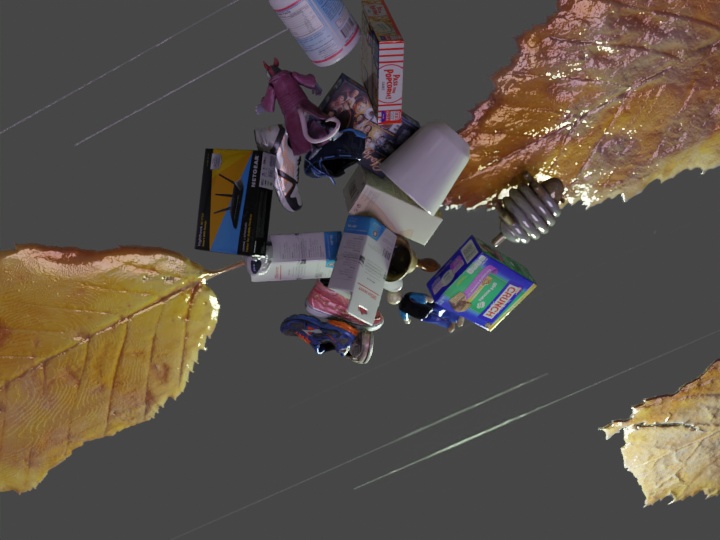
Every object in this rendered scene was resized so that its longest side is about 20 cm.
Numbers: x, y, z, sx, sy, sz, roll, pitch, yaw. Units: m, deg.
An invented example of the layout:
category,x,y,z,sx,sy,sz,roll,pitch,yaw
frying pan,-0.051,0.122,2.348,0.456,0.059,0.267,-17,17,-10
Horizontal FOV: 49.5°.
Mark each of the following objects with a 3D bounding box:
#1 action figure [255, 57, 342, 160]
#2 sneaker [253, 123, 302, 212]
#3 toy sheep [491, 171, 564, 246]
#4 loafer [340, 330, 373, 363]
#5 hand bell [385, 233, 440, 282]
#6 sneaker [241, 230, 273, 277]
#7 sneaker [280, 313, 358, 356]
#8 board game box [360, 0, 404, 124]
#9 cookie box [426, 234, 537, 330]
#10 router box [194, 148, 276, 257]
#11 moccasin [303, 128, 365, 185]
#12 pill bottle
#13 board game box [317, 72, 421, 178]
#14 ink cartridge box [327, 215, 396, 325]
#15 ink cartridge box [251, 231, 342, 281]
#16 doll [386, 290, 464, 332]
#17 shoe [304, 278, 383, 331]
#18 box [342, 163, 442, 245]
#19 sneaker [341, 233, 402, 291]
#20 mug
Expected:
category,x,y,z,sx,sy,sz,roll,pitch,yaw
action figure,-0.130,-0.309,1.465,0.133,0.149,0.201,-33,94,4
sneaker,-0.148,-0.207,1.587,0.079,0.074,0.201,-19,129,1
toy sheep,0.362,-0.128,1.710,0.199,0.139,0.138,-39,124,14
loafer,-0.011,0.186,1.867,0.062,0.073,0.200,8,164,-5
hand bell,0.123,-0.018,1.760,0.104,0.105,0.199,-45,152,23
sneaker,-0.258,-0.060,1.612,0.128,0.201,0.079,-24,156,22
sneaker,-0.105,0.152,1.823,0.198,0.079,0.075,5,158,28
board game box,0.036,-0.379,1.410,0.046,0.201,0.153,-5,129,-7
cookie box,0.287,0.034,1.845,0.199,0.076,0.171,26,118,-33
router box,-0.245,-0.133,1.528,0.147,0.203,0.051,6,180,30
moccasin,-0.060,-0.216,1.541,0.079,0.069,0.200,8,163,-26
pill bottle,-0.093,-0.469,1.375,0.108,0.109,0.200,-31,126,13
board game box,0.006,-0.289,1.578,0.198,0.035,0.136,26,118,-27
ink cartridge box,0.000,0.000,1.627,0.066,0.203,0.116,9,167,33
ink cartridge box,-0.140,-0.029,1.688,0.197,0.068,0.116,-3,161,-8
doll,0.147,0.094,1.882,0.198,0.049,0.136,23,145,-21
shoe,-0.025,0.075,1.825,0.198,0.072,0.092,16,128,-16
box,0.069,-0.140,1.666,0.198,0.095,0.078,22,119,-23
sneaker,0.026,-0.005,1.766,0.074,0.088,0.200,-38,125,19
mug,0.137,-0.222,1.581,0.149,0.187,0.154,38,99,-14
